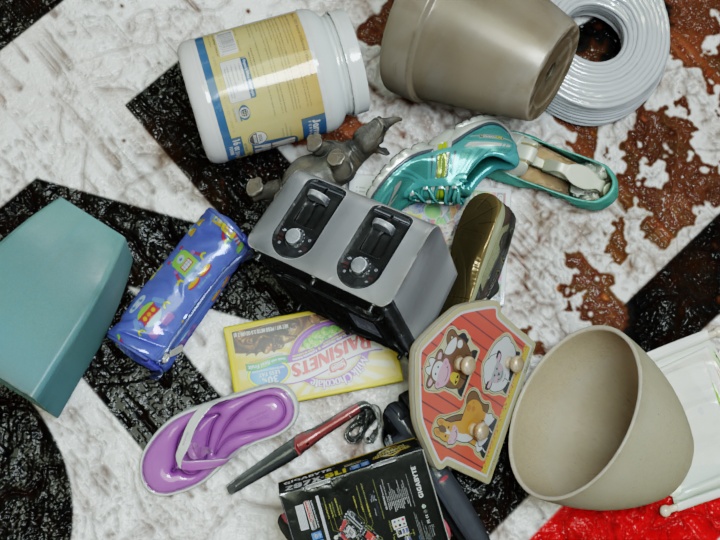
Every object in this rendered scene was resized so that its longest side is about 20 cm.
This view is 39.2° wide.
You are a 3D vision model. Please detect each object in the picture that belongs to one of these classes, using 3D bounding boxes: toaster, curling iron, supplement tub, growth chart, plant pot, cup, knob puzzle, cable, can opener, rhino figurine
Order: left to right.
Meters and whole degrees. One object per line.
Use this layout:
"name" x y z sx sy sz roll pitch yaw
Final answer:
"plant pot" -0.350 0.033 1.126 0.140 0.141 0.201 30 72 2
"supplement tub" -0.100 -0.218 1.175 0.198 0.145 0.146 -16 81 -5
"curling iron" -0.063 0.207 1.160 0.198 0.026 0.050 -24 79 -6
"rhino figurine" -0.035 -0.125 1.183 0.199 0.087 0.060 -34 73 -1
"toaster" 0.000 0.000 1.096 0.180 0.200 0.119 24 74 24
"can opener" 0.088 0.232 1.145 0.078 0.063 0.201 -29 82 -8
"knob puzzle" 0.122 0.125 1.113 0.218 0.030 0.223 -8 102 -44
"plant pot" 0.145 -0.259 1.147 0.173 0.200 0.201 31 79 20
"cable" 0.285 -0.284 1.244 0.199 0.069 0.201 -31 83 -8
"cup" 0.282 0.182 1.116 0.142 0.200 0.202 29 79 -24
"growth chart" 0.399 0.175 1.194 0.143 0.018 0.202 -11 81 -5

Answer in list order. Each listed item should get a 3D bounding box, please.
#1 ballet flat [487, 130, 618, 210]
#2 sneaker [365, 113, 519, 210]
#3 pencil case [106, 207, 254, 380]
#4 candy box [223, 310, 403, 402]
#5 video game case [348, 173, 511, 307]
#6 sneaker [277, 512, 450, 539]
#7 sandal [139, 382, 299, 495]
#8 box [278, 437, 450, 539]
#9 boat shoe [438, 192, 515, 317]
"ballet flat" 0.219 -0.129 1.213 0.198 0.070 0.068 20 82 1
"sneaker" 0.092 -0.109 1.170 0.199 0.078 0.080 -30 67 -2
"pencil case" -0.202 0.026 1.159 0.086 0.078 0.201 31 79 33
"candy box" -0.054 0.098 1.181 0.198 0.026 0.103 -11 84 -5
"video game case" 0.079 -0.036 1.216 0.197 0.018 0.145 5 80 -2
"sneaker" 0.008 0.285 1.122 0.198 0.074 0.088 18 93 -8
"sandal" -0.165 0.185 1.133 0.201 0.050 0.083 -31 90 3
"box" 0.016 0.297 1.063 0.158 0.049 0.202 -17 96 -3
"boat shoe" 0.130 0.014 1.165 0.064 0.073 0.202 20 95 -38
